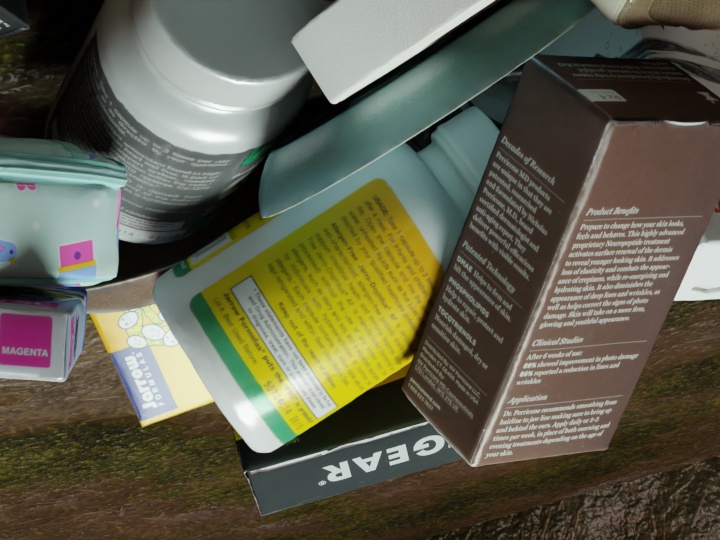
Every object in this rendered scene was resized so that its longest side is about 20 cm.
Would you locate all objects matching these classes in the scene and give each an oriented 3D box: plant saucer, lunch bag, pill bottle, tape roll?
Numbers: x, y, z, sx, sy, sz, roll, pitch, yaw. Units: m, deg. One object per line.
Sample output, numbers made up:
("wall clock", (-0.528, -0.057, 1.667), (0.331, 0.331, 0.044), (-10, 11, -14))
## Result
("plant saucer", (-0.117, -0.027, 1.153), (0.200, 0.032, 0.200), (-17, -156, 8))
("plant saucer", (0.028, -0.091, 0.969), (0.200, 0.027, 0.200), (-33, -172, 5))
("lunch bag", (-0.220, -0.034, 0.989), (0.160, 0.077, 0.200), (-1, -174, -40))
("pill bottle", (0.000, 0.000, 1.037), (0.200, 0.113, 0.113), (-33, 163, -1))
("pill bottle", (-0.090, -0.098, 1.006), (0.113, 0.113, 0.200), (-5, 163, -23))
("tape roll", (0.062, -0.141, 0.856), (0.203, 0.037, 0.203), (-33, -177, 2))

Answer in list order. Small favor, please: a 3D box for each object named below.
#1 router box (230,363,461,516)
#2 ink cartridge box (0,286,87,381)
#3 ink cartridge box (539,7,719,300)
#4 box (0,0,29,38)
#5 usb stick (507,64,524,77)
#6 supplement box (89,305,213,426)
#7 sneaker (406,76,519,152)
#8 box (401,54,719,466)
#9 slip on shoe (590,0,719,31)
("router box", (0.018, 0.045, 1.125), (0.200, 0.149, 0.051), (-16, 139, -2))
("ink cartridge box", (-0.202, 0.026, 0.993), (0.119, 0.042, 0.200), (5, 180, -5))
("ink cartridge box", (0.185, -0.092, 1.066), (0.146, 0.200, 0.086), (-2, 159, -37))
("box", (-0.267, -0.135, 0.876), (0.160, 0.044, 0.200), (-17, 163, 16))
("usb stick", (0.160, -0.128, 1.229), (0.199, 0.033, 0.055), (-9, 170, -12))
("supplement box", (-0.068, -0.002, 1.237), (0.200, 0.109, 0.110), (-20, -153, 2))
("sneaker", (0.094, -0.087, 1.139), (0.115, 0.200, 0.076), (-36, 151, -36))
("box", (0.104, -0.004, 0.972), (0.100, 0.075, 0.200), (-2, 125, -38))
("slip on shoe", (0.181, -0.146, 0.960), (0.200, 0.061, 0.076), (-16, 143, -59))
